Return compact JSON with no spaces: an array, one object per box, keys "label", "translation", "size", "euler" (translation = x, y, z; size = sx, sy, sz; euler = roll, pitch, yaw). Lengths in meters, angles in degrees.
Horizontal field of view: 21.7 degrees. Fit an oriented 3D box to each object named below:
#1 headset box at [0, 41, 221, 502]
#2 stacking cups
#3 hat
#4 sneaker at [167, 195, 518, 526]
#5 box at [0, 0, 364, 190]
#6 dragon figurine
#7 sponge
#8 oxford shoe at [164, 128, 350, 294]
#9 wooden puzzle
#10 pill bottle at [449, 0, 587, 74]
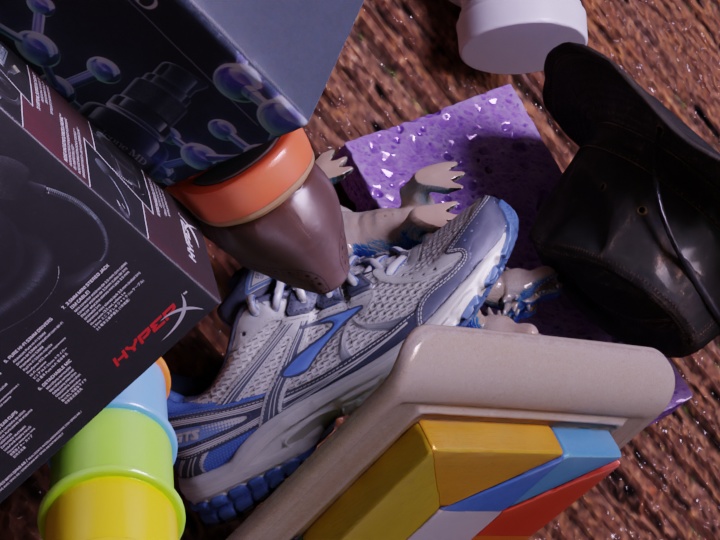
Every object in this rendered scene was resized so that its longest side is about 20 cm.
[{"label":"headset box","translation":[-0.174,-0.016,0.692],"size":[0.200,0.149,0.077],"euler":[43,11,-26]},{"label":"stacking cups","translation":[-0.102,0.064,0.768],"size":[0.060,0.060,0.200],"euler":[40,22,-29]},{"label":"hat","translation":[0.138,-0.012,0.924],"size":[0.081,0.201,0.201],"euler":[-43,112,-5]},{"label":"sneaker","translation":[-0.019,0.026,0.831],"size":[0.085,0.200,0.077],"euler":[50,11,-2]},{"label":"box","translation":[-0.117,-0.112,0.757],"size":[0.148,0.199,0.107],"euler":[43,48,-26]},{"label":"dragon figurine","translation":[0.000,0.000,0.899],"size":[0.059,0.199,0.100],"euler":[-89,179,-50]},{"label":"sponge","translation":[0.077,0.004,0.978],"size":[0.111,0.030,0.201],"euler":[-19,71,-27]},{"label":"oxford shoe","translation":[-0.057,-0.037,0.824],"size":[0.071,0.200,0.073],"euler":[-36,113,-3]},{"label":"wooden puzzle","translation":[0.032,0.108,0.849],"size":[0.184,0.200,0.037],"euler":[8,41,-45]},{"label":"pill bottle","translation":[0.085,-0.219,1.079],"size":[0.104,0.104,0.201],"euler":[12,67,-43]}]
